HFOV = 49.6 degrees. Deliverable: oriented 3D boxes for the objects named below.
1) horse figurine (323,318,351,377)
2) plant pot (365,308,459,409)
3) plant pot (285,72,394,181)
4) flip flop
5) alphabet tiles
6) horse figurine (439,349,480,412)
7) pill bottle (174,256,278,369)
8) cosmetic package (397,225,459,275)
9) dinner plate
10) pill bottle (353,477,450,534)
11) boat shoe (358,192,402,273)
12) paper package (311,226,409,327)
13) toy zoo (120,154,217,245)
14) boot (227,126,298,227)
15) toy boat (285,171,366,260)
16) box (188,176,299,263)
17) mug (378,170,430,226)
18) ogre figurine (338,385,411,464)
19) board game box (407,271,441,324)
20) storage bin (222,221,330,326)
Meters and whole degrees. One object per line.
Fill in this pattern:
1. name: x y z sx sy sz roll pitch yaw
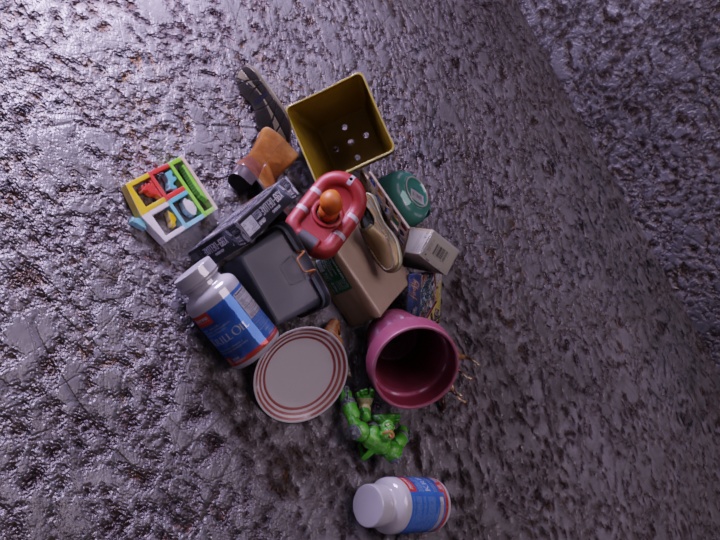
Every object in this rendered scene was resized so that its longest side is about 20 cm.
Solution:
1. horse figurine: -0.084 0.169 1.635 0.200 0.050 0.133 -1 78 -54
2. plant pot: 0.095 0.177 1.722 0.200 0.200 0.179 42 5 -25
3. plant pot: -0.037 -0.321 1.860 0.176 0.199 0.201 10 56 -82
4. flip flop: -0.217 -0.381 1.799 0.200 0.081 0.058 58 23 2
5. alphabet tiles: 0.051 -0.135 1.795 0.008 0.167 0.200 -28 70 -14
6. horse figurine: 0.223 0.253 1.949 0.132 0.050 0.200 40 48 -9
7. pill bottle: -0.253 0.076 1.452 0.200 0.112 0.112 52 39 -13
8. cosmetic package: 0.134 -0.053 1.901 0.103 0.200 0.073 36 79 -32
9. dinner plate: -0.118 0.202 1.526 0.200 0.024 0.201 -9 111 -25
10. pill bottle: 0.084 0.481 1.597 0.200 0.112 0.113 16 58 -45
11. boat shoe: 0.026 -0.085 1.734 0.076 0.072 0.200 8 52 -61
12. paper package: 0.000 0.000 1.799 0.200 0.103 0.191 57 38 -10
13. toy zoo: -0.375 -0.133 1.505 0.131 0.020 0.200 57 38 -8
14. boot: -0.188 -0.202 1.737 0.188 0.068 0.200 40 42 -12
15. toy boat: -0.066 -0.129 1.643 0.130 0.131 0.200 34 66 1
16. box: -0.229 -0.094 1.542 0.050 0.157 0.200 53 38 -13
17. mug: 0.113 -0.186 2.027 0.185 0.114 0.152 -35 97 -52
18. ogre figurine: 0.033 0.337 1.655 0.200 0.098 0.120 57 17 -33
19. board game box: 0.153 0.105 1.884 0.135 0.034 0.201 -3 97 -63
20. storage bin: -0.172 0.021 1.570 0.134 0.145 0.200 -33 95 -42
